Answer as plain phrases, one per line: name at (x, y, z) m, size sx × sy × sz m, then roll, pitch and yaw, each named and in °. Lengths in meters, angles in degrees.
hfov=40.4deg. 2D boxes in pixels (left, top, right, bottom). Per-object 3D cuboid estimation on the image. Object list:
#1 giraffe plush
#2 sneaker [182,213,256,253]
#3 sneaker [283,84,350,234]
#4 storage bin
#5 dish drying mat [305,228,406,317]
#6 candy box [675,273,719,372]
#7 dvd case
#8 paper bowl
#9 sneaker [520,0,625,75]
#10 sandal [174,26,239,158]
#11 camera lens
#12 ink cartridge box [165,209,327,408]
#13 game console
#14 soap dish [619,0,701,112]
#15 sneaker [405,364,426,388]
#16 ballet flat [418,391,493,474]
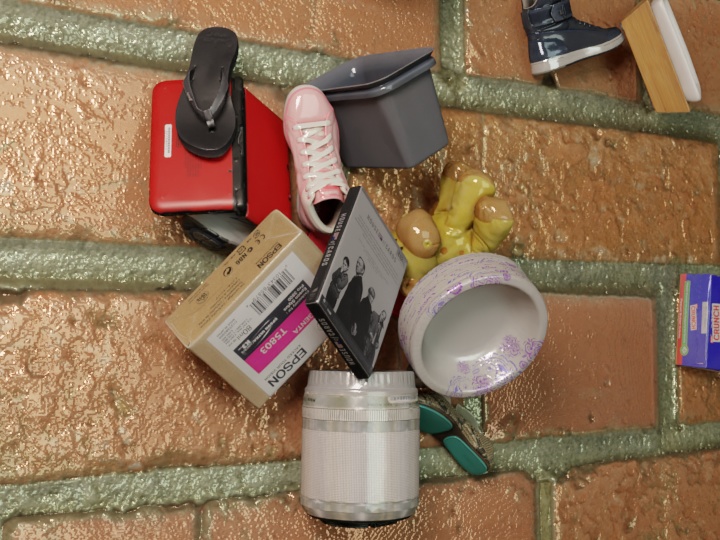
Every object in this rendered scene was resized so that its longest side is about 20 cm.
giraffe plush at (0.106, -0.045, 1.412) m, size 0.161 × 0.173 × 0.201 m, roll -10°, pitch 117°, yaw -23°
sneaker at (-0.136, -0.046, 1.302) m, size 0.200 × 0.074 × 0.087 m, roll 33°, pitch 65°, yaw -26°
sneaker at (-0.052, -0.142, 1.296) m, size 0.075 × 0.105 × 0.201 m, roll -9°, pitch 108°, yaw -15°
storage bin at (0.034, -0.222, 1.356) m, size 0.145 × 0.200 × 0.135 m, roll -35°, pitch 115°, yaw -28°
dish drying mat at (0.000, 0.000, 1.412) m, size 0.199 × 0.018 × 0.077 m, roll 29°, pitch 69°, yaw -25°
candy box at (0.671, 0.103, 1.780) m, size 0.199 × 0.077 × 0.170 m, roll 11°, pitch 82°, yaw -31°
dvd case at (0.000, 0.014, 1.252) m, size 0.151 × 0.025 × 0.201 m, roll 57°, pitch 38°, yaw -37°
paper bowl at (0.148, 0.066, 1.347) m, size 0.200 × 0.104 × 0.202 m, roll -9°, pitch 125°, yaw -14°
sneaker at (0.351, -0.419, 1.622) m, size 0.202 × 0.077 × 0.147 m, roll -22°, pitch 101°, yaw -30°
sandal at (-0.194, -0.231, 1.231) m, size 0.076 × 0.043 × 0.201 m, roll -1°, pitch 62°, yaw -2°
camera lens at (0.000, 0.235, 1.310) m, size 0.159 × 0.160 × 0.201 m, roll 4°, pitch 85°, yaw -31°
ink cartridge box at (-0.118, 0.051, 1.237) m, size 0.200 × 0.075 × 0.165 m, roll -46°, pitch 134°, yaw -5°
game console at (-0.180, -0.138, 1.274) m, size 0.171 × 0.119 × 0.201 m, roll -3°, pitch 62°, yaw -3°
soap dish at (0.518, -0.373, 1.686) m, size 0.201 × 0.081 × 0.157 m, roll 65°, pitch 25°, yaw -11°
sneaker at (0.159, 0.135, 1.470) m, size 0.199 × 0.070 × 0.076 m, roll -31°, pitch 118°, yaw -22°
ballet flat at (0.132, 0.226, 1.457) m, size 0.200 × 0.068 × 0.076 m, roll 43°, pitch 44°, yaw -27°
